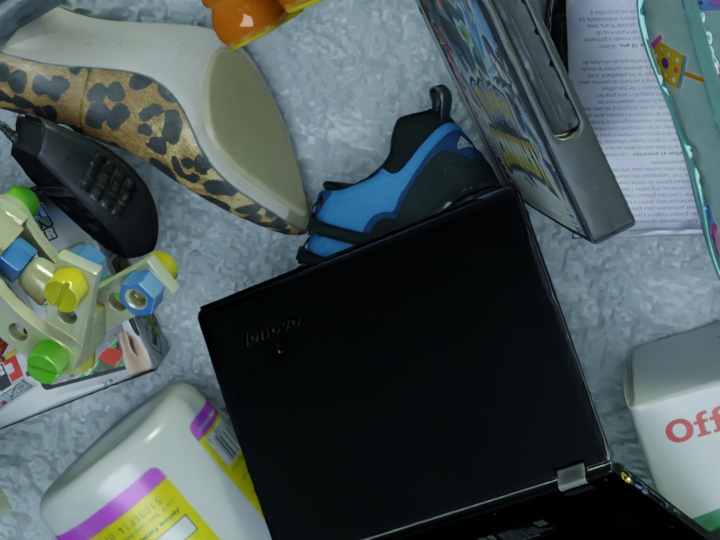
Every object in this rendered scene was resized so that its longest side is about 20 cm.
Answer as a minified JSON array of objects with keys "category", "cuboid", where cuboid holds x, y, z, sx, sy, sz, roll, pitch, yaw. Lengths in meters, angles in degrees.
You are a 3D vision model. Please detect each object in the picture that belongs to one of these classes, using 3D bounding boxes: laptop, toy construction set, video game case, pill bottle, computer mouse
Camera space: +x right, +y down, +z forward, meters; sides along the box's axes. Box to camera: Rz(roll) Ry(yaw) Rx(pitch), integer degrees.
[{"category":"laptop","cuboid":[0.052,0.082,1.025,0.187,0.116,0.200,-21,141,31]},{"category":"toy construction set","cuboid":[-0.183,0.044,1.042,0.131,0.092,0.200,31,115,0]},{"category":"video game case","cuboid":[0.055,-0.109,0.961,0.025,0.200,0.181,-26,101,-2]},{"category":"pill bottle","cuboid":[-0.064,0.162,1.096,0.104,0.104,0.200,-38,97,14]},{"category":"computer mouse","cuboid":[-0.166,-0.081,1.024,0.034,0.059,0.200,-49,112,-14]}]

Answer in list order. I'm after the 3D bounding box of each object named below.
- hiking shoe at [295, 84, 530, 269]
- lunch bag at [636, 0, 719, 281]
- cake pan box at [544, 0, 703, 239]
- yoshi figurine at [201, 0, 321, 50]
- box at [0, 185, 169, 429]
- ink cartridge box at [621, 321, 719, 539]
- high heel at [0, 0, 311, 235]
[{"category":"hiking shoe","cuboid":[0.000,0.000,1.065,0.200,0.074,0.087,-40,65,30]},{"category":"lunch bag","cuboid":[0.210,-0.068,0.938,0.160,0.077,0.200,-8,103,44]},{"category":"cake pan box","cuboid":[0.188,-0.110,1.023,0.200,0.052,0.184,-3,103,7]},{"category":"yoshi figurine","cuboid":[-0.066,-0.213,0.999,0.112,0.112,0.200,-30,98,-4]},{"category":"box","cuboid":[-0.213,0.033,1.115,0.200,0.035,0.110,-21,101,12]},{"category":"ink cartridge box","cuboid":[0.228,0.122,1.061,0.146,0.084,0.200,-19,102,11]},{"category":"high heel","cuboid":[-0.124,-0.076,1.078,0.142,0.071,0.200,-20,122,40]}]
